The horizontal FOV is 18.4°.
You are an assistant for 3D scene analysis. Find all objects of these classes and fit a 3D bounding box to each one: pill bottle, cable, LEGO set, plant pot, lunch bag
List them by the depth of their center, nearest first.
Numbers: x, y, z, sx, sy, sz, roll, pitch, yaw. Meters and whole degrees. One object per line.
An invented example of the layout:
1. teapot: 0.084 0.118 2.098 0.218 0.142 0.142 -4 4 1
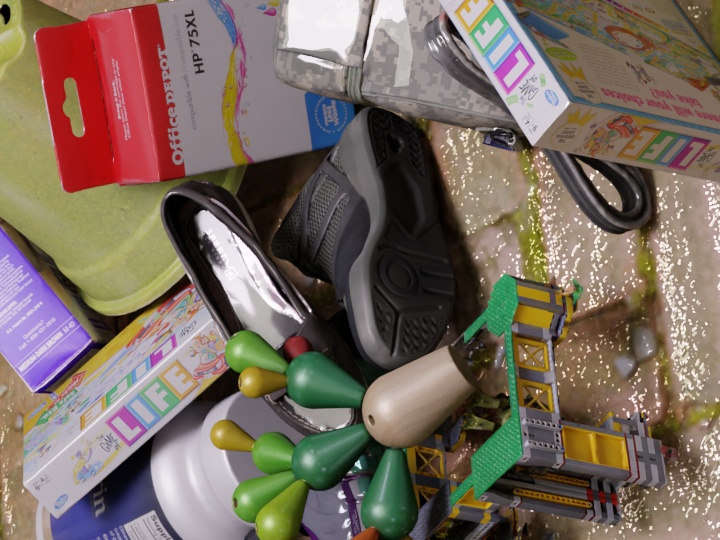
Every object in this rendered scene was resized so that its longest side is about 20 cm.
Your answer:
1. cable: 0.108 -0.104 1.315 0.050 0.097 0.200 -30 95 47
2. LEGO set: 0.108 0.103 1.351 0.200 0.115 0.154 -56 31 40
3. lunch bag: 0.051 -0.187 1.401 0.167 0.139 0.201 14 95 21
4. pill bottle: -0.124 0.158 1.546 0.200 0.115 0.116 -29 66 38
5. plant pot: -0.207 -0.098 1.567 0.200 0.184 0.201 -33 40 33

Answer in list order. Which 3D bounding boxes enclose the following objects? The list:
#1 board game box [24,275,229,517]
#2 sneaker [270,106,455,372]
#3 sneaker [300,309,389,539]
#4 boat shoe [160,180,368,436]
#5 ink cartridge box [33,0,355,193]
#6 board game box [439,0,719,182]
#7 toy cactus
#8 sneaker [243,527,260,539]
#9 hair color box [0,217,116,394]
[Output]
1. board game box: -0.146 0.070 1.525 0.200 0.034 0.134 -41 17 3
2. sneaker: 0.000 0.000 1.458 0.114 0.076 0.200 -46 40 38
3. sneaker: -0.017 0.125 1.457 0.087 0.074 0.201 -28 55 33
4. boat shoe: -0.066 0.029 1.410 0.067 0.057 0.200 -38 75 14
5. ink cartridge box: -0.107 -0.124 1.483 0.067 0.199 0.117 1 103 57
6. board game box: 0.139 -0.117 1.261 0.034 0.199 0.135 -49 54 28
7. toy cactus: -0.001 0.108 1.322 0.165 0.102 0.200 -35 59 13
8. sneaker: -0.105 0.242 1.477 0.201 0.113 0.076 107 150 -44
9. hair color box: -0.267 -0.003 1.638 0.065 0.109 0.200 -42 83 2
